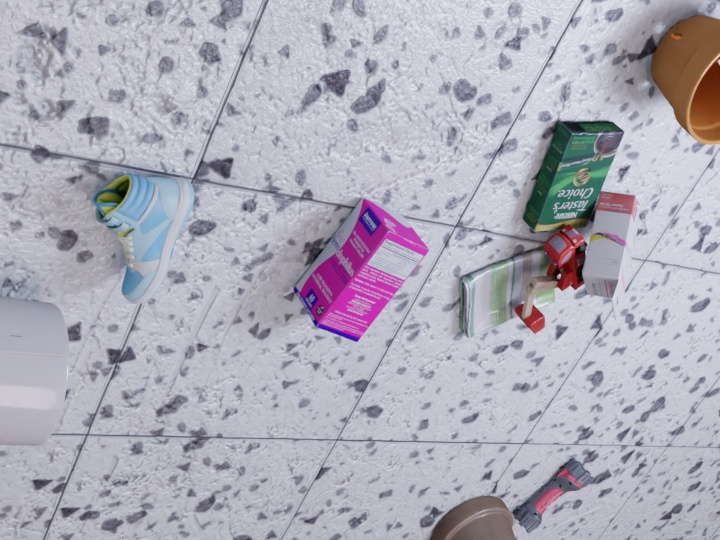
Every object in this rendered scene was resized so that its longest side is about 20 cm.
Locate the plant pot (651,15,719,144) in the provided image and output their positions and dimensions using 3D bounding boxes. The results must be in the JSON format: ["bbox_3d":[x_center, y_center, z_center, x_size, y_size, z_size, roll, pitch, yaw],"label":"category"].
[{"bbox_3d":[0.576,-0.328,1.702,0.200,0.140,0.200,-16,134,-18],"label":"plant pot"}]

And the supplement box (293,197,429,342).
[{"bbox_3d":[0.000,0.000,1.664,0.103,0.101,0.200,24,111,-41],"label":"supplement box"}]

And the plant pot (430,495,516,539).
[{"bbox_3d":[0.282,0.637,2.325,0.200,0.175,0.201,-17,134,-18],"label":"plant pot"}]

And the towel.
[{"bbox_3d":[0.277,0.040,1.916,0.200,0.031,0.149,-20,135,-16],"label":"towel"}]

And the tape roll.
[{"bbox_3d":[-0.499,0.136,1.409,0.139,0.203,0.203,9,122,-35],"label":"tape roll"}]

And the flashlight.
[{"bbox_3d":[0.448,0.526,2.400,0.200,0.068,0.068,-46,169,4],"label":"flashlight"}]

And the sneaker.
[{"bbox_3d":[-0.326,-0.050,1.445,0.130,0.080,0.200,11,111,-39],"label":"sneaker"}]

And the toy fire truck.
[{"bbox_3d":[0.342,0.017,1.869,0.141,0.049,0.200,-34,146,-9],"label":"toy fire truck"}]

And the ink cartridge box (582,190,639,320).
[{"bbox_3d":[0.440,-0.025,1.835,0.116,0.067,0.200,51,52,-63],"label":"ink cartridge box"}]

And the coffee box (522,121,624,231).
[{"bbox_3d":[0.367,-0.161,1.787,0.123,0.044,0.200,-5,129,-29],"label":"coffee box"}]
